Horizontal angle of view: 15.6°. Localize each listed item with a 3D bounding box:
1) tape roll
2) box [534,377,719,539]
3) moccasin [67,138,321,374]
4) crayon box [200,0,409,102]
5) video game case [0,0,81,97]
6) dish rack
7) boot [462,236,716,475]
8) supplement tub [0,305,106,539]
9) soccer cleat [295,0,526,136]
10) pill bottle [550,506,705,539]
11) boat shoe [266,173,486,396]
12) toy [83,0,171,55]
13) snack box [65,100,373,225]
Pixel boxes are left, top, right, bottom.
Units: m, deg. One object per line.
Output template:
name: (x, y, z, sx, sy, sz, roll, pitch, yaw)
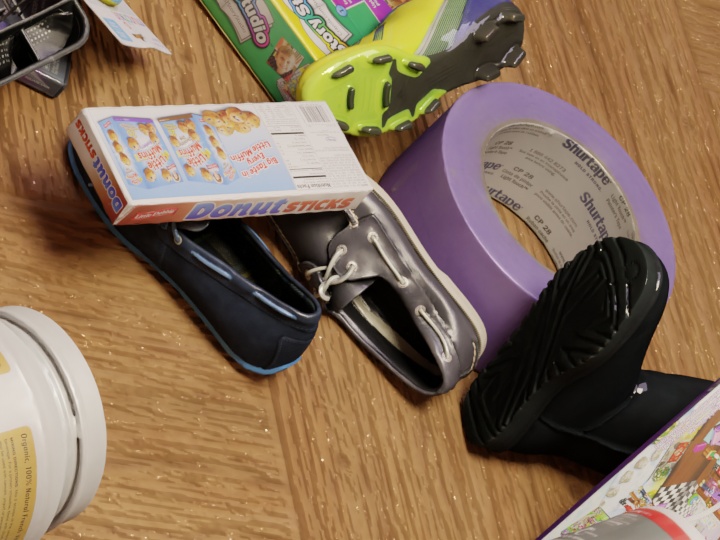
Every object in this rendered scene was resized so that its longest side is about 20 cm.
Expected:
tape roll: (0.113, -0.024, 1.800, 0.200, 0.085, 0.200, 23, 45, -25)
box: (0.210, 0.174, 1.656, 0.137, 0.200, 0.039, 50, -2, 3)
moccasin: (-0.094, -0.030, 1.631, 0.200, 0.068, 0.080, 45, 41, 2)
crayon box: (-0.037, -0.211, 1.839, 0.200, 0.058, 0.172, 54, 42, 5)
video game case: (-0.267, -0.205, 1.664, 0.200, 0.019, 0.143, 27, 44, -24)
dish rack: (-0.275, -0.189, 1.585, 0.153, 0.055, 0.200, -31, 89, -40)
boot: (0.184, 0.065, 1.704, 0.168, 0.200, 0.077, 14, 44, -30)
supplement tub: (-0.242, 0.096, 1.342, 0.200, 0.144, 0.145, -15, 69, -47)
soccer cleat: (0.024, -0.141, 1.764, 0.200, 0.065, 0.084, -25, 36, -37)
pill bottle: (0.110, 0.219, 1.542, 0.200, 0.114, 0.114, -17, 69, -27)
boat shoe: (0.000, 0.000, 1.691, 0.200, 0.073, 0.063, 46, 36, -9)
toy: (-0.186, -0.227, 1.666, 0.200, 0.047, 0.115, 47, 10, 7)
snack box: (-0.083, -0.067, 1.603, 0.200, 0.024, 0.072, -5, 60, -44)
